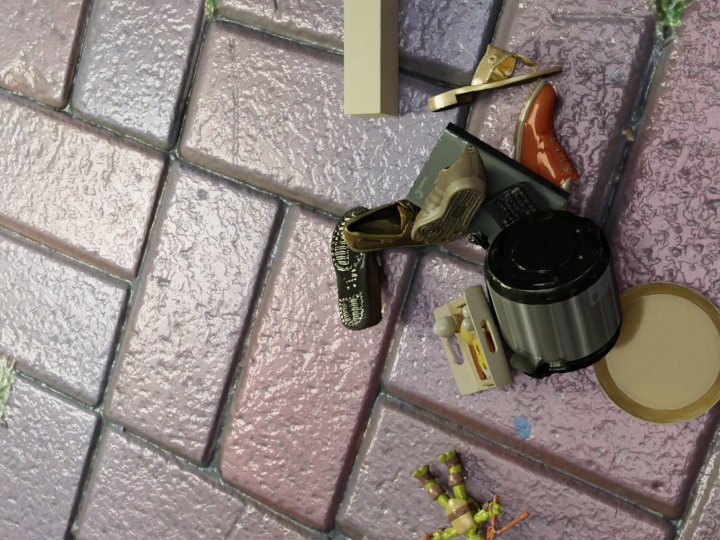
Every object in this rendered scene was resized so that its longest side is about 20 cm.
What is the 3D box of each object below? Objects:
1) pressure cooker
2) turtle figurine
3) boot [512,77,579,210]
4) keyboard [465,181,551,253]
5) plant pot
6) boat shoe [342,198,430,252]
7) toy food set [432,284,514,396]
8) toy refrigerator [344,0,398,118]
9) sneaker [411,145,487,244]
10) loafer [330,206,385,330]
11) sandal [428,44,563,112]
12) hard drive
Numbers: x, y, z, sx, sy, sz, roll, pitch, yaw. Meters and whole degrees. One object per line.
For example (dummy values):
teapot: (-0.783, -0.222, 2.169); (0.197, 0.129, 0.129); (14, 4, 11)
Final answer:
pressure cooker: (0.268, 0.043, 1.468); (0.174, 0.179, 0.201); (-18, 129, 6)
turtle figurine: (0.158, 0.359, 1.629); (0.200, 0.064, 0.162); (-38, 70, 30)
boot: (0.272, -0.174, 1.550); (0.106, 0.075, 0.202); (14, 107, 20)
keyboard: (0.232, -0.037, 1.525); (0.126, 0.021, 0.200); (-27, 127, 24)
plant pot: (0.427, 0.116, 1.515); (0.198, 0.027, 0.202); (1, 92, 24)
boat shoe: (0.071, -0.072, 1.611); (0.198, 0.068, 0.073); (-18, 75, 0)
toy food set: (0.156, 0.108, 1.559); (0.060, 0.200, 0.145); (-18, 84, -10)
toy refrigerator: (0.015, -0.340, 1.652); (0.069, 0.076, 0.202); (1, 94, 24)
sneaker: (0.130, -0.102, 1.510); (0.070, 0.200, 0.076); (13, 65, -16)
loafer: (0.000, 0.000, 1.683); (0.072, 0.071, 0.202); (-9, 73, 33)
sandal: (0.188, -0.296, 1.575); (0.210, 0.077, 0.070); (-14, 91, 30)
hard drive: (0.180, -0.108, 1.540); (0.199, 0.033, 0.140); (31, 131, 1)
